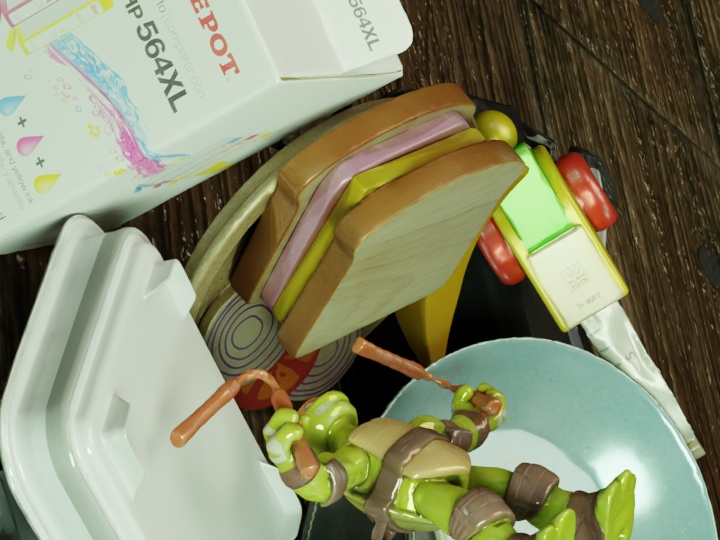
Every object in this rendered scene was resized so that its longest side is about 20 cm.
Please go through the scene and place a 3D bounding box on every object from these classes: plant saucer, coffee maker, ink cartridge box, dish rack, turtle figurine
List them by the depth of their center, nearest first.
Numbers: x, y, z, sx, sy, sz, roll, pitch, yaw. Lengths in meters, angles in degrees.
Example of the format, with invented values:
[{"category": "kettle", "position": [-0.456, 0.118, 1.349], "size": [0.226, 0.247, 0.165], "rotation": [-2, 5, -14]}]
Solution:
[{"category": "dish rack", "position": [-0.077, 0.088, 1.110], "size": [0.172, 0.043, 0.200], "rotation": [-79, 151, -53]}, {"category": "turtle figurine", "position": [0.023, 0.088, 1.111], "size": [0.200, 0.161, 0.065], "rotation": [-4, 112, -56]}, {"category": "ink cartridge box", "position": [-0.090, -0.107, 1.138], "size": [0.125, 0.200, 0.129], "rotation": [-14, 78, -64]}, {"category": "plant saucer", "position": [0.076, 0.133, 1.256], "size": [0.201, 0.039, 0.201], "rotation": [6, 77, -26]}, {"category": "coffee maker", "position": [0.040, 0.021, 1.381], "size": [0.192, 0.135, 0.200], "rotation": [3, 59, -34]}]

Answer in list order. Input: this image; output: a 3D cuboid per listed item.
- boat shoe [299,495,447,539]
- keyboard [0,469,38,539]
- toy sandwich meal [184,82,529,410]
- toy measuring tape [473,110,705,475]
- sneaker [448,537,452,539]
[{"category": "boat shoe", "position": [-0.002, 0.158, 1.136], "size": [0.068, 0.072, 0.200], "rotation": [59, 31, -54]}, {"category": "keyboard", "position": [-0.110, 0.172, 1.061], "size": [0.056, 0.011, 0.200], "rotation": [13, 55, -65]}, {"category": "toy sandwich meal", "position": [0.000, 0.000, 1.212], "size": [0.070, 0.205, 0.205], "rotation": [45, 17, 25]}, {"category": "toy measuring tape", "position": [0.109, 0.006, 1.312], "size": [0.200, 0.073, 0.074], "rotation": [58, 26, -11]}, {"category": "sneaker", "position": [0.062, 0.164, 1.331], "size": [0.200, 0.070, 0.100], "rotation": [10, 60, -52]}]
